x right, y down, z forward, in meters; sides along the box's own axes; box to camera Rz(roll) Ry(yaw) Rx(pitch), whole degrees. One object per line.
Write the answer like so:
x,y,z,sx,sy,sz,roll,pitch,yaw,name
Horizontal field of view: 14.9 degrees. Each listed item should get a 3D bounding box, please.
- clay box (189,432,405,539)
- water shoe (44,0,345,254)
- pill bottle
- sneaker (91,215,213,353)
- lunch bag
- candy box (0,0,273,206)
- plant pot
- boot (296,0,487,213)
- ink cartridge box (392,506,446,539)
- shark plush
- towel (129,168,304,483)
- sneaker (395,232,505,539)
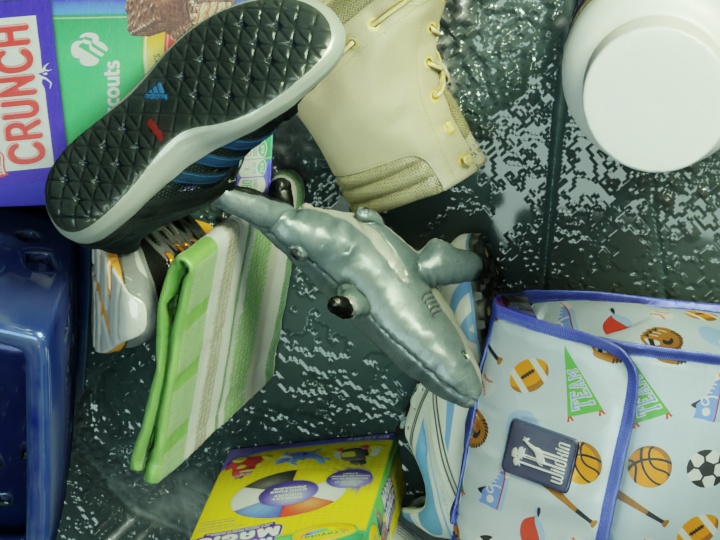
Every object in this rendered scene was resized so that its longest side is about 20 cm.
-0.041,0.163,1.709,0.114,0.200,0.048,-6,107,9,clay box
-0.088,-0.084,1.559,0.199,0.079,0.072,-33,66,11,water shoe
0.172,-0.123,1.584,0.110,0.200,0.112,2,108,7,pill bottle
-0.125,-0.003,1.672,0.077,0.200,0.079,3,107,-4,sneaker
0.162,0.107,1.688,0.199,0.124,0.171,8,107,-8,lunch bag
-0.150,-0.126,1.594,0.199,0.077,0.170,-2,129,-7,candy box
-0.263,0.039,1.694,0.199,0.180,0.201,10,129,4,plant pot
0.042,-0.134,1.667,0.199,0.073,0.156,-31,105,11,boot
0.000,0.256,1.736,0.084,0.200,0.144,36,110,-9,ink cartridge box
0.000,0.000,1.628,0.091,0.084,0.200,-29,122,24,shark plush
-0.088,0.029,1.673,0.031,0.200,0.150,15,110,14,towel
0.057,0.074,1.737,0.072,0.072,0.201,6,106,15,sneaker
